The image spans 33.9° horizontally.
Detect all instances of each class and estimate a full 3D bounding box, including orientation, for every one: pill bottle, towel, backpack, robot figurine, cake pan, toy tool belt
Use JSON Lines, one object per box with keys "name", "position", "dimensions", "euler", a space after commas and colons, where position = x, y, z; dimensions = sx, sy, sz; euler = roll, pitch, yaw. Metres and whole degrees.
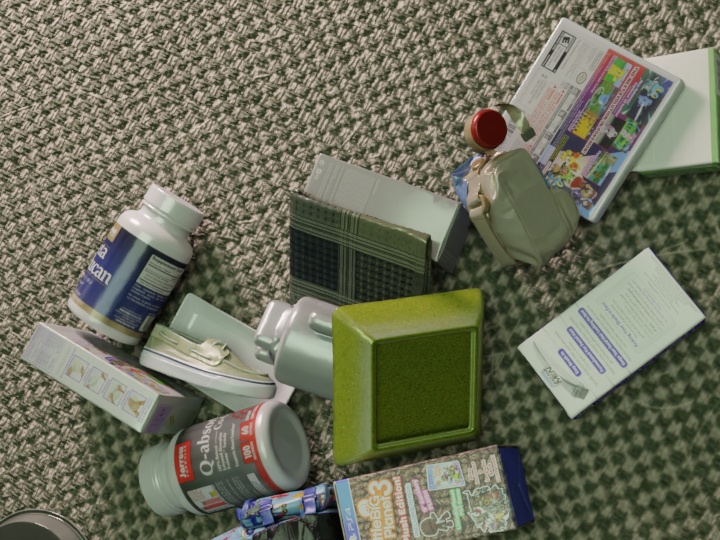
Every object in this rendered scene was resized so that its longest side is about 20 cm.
{"name": "pill bottle", "position": [-0.174, 0.245, 1.500], "dimensions": [0.200, 0.116, 0.116], "euler": [-20, 77, 22]}
{"name": "towel", "position": [0.000, 0.000, 1.476], "dimensions": [0.200, 0.035, 0.193], "euler": [21, 132, 21]}
{"name": "backpack", "position": [-0.109, 0.345, 1.435], "dimensions": [0.200, 0.183, 0.135], "euler": [-15, 76, 10]}
{"name": "pill bottle", "position": [-0.295, -0.011, 1.579], "dimensions": [0.111, 0.111, 0.200], "euler": [32, 91, 17]}
{"name": "robot figurine", "position": [-0.030, 0.103, 1.460], "dimensions": [0.200, 0.170, 0.113], "euler": [19, 65, 7]}
{"name": "cake pan", "position": [-0.451, 0.425, 1.600], "dimensions": [0.200, 0.037, 0.201], "euler": [-2, 81, 16]}
{"name": "toy tool belt", "position": [0.165, -0.098, 1.429], "dimensions": [0.125, 0.123, 0.200], "euler": [-37, 103, -20]}

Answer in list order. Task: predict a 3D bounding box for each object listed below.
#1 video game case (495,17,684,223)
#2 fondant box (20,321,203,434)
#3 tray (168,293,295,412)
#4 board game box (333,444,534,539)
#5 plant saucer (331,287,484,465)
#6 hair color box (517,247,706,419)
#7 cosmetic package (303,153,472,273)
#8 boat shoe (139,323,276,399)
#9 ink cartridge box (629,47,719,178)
{"name": "video game case", "position": [0.271, -0.187, 1.463], "dimensions": [0.182, 0.023, 0.200], "euler": [36, 100, 29]}
{"name": "fondant box", "position": [-0.323, 0.143, 1.548], "dimensions": [0.200, 0.144, 0.058], "euler": [27, 89, 18]}
{"name": "tray", "position": [-0.172, 0.121, 1.572], "dimensions": [0.200, 0.022, 0.108], "euler": [29, 91, 17]}
{"name": "board game box", "position": [0.091, 0.277, 1.404], "dimensions": [0.200, 0.159, 0.097], "euler": [-15, 77, 13]}
{"name": "plant saucer", "position": [0.068, 0.133, 1.399], "dimensions": [0.200, 0.048, 0.200], "euler": [-7, 107, -23]}
{"name": "hair color box", "position": [0.302, 0.078, 1.424], "dimensions": [0.200, 0.065, 0.109], "euler": [-38, 75, 6]}
{"name": "cosmetic package", "position": [0.034, -0.072, 1.499], "dimensions": [0.200, 0.107, 0.090], "euler": [24, 89, 19]}
{"name": "boat shoe", "position": [-0.198, 0.118, 1.532], "dimensions": [0.200, 0.072, 0.062], "euler": [14, 88, 20]}
{"name": "ink cartridge box", "position": [0.346, -0.187, 1.459], "dimensions": [0.200, 0.048, 0.146], "euler": [-5, 80, 31]}
